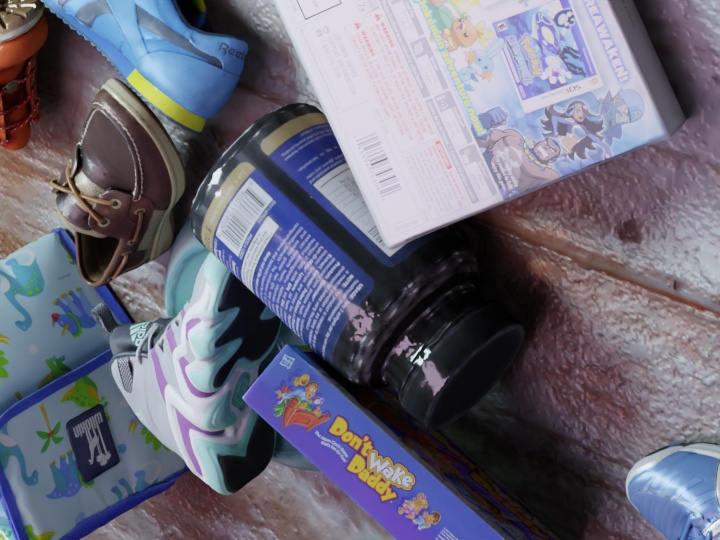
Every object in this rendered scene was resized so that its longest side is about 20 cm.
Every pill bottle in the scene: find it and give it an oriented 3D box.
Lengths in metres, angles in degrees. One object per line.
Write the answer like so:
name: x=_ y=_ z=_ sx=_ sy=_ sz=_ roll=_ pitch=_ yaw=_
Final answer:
pill bottle: x=0.000 y=0.000 z=1.550 sx=0.200 sy=0.112 sz=0.112 roll=44 pitch=138 yaw=19

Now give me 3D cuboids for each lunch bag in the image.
lunch bag: x=-0.232 y=0.096 z=1.812 sx=0.200 sy=0.170 sz=0.127 roll=55 pitch=141 yaw=7

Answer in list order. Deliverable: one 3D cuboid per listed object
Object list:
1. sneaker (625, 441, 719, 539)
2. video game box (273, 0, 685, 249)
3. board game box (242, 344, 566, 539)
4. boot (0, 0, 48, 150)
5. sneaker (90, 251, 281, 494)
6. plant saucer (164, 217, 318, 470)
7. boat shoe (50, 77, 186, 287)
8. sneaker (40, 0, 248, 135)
sneaker: x=0.226 y=0.166 z=1.443 sx=0.200 sy=0.077 sz=0.076 roll=33 pitch=136 yaw=31
video game box: x=0.056 y=-0.135 z=1.406 sx=0.182 sy=0.047 sz=0.200 roll=-21 pitch=98 yaw=28
board game box: x=0.032 y=0.126 z=1.566 sx=0.200 sy=0.134 sz=0.045 roll=41 pitch=98 yaw=13
boot: x=-0.244 y=-0.135 z=1.743 sx=0.107 sy=0.075 sz=0.200 roll=63 pitch=160 yaw=-10
sneaker: x=-0.125 y=0.044 z=1.697 sx=0.140 sy=0.078 sz=0.200 roll=30 pitch=132 yaw=30
plant saucer: x=-0.066 y=0.050 z=1.720 sx=0.200 sy=0.027 sz=0.200 roll=26 pitch=131 yaw=34
boat shoe: x=-0.165 y=-0.050 z=1.685 sx=0.072 sy=0.072 sz=0.200 roll=44 pitch=157 yaw=15
sneaker: x=-0.142 y=-0.169 z=1.648 sx=0.200 sy=0.066 sz=0.078 roll=42 pitch=103 yaw=34
